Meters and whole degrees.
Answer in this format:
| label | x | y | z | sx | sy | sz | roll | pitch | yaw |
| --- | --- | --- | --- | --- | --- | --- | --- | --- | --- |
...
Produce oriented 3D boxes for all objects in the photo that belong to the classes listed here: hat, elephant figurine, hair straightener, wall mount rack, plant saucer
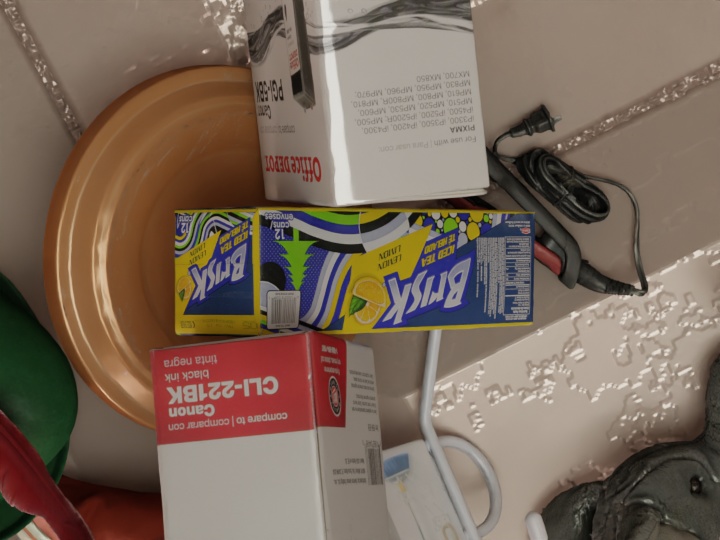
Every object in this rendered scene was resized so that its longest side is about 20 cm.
| label | x | y | z | sx | sy | sz | roll | pitch | yaw |
| --- | --- | --- | --- | --- | --- | --- | --- | --- | --- |
| hat | -0.167 | 0.049 | 1.024 | 0.176 | 0.165 | 0.201 | -26 | 85 | 43 |
| elephant figurine | 0.172 | 0.169 | 1.191 | 0.141 | 0.155 | 0.201 | -11 | 103 | 33 |
| hair straightener | 0.094 | -0.051 | 1.133 | 0.200 | 0.041 | 0.077 | 36 | 102 | -17 |
| wall mount rack | 0.021 | 0.097 | 1.122 | 0.074 | 0.199 | 0.175 | -33 | 76 | 41 |
| plant saucer | -0.074 | -0.009 | 1.081 | 0.199 | 0.032 | 0.202 | -4 | 96 | -34 |

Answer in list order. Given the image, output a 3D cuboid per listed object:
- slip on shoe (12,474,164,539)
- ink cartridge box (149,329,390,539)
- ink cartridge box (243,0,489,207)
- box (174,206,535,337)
| label | x | y | z | sx | sy | sz | roll | pitch | yaw |
| --- | --- | --- | --- | --- | --- | --- | --- | --- | --- |
| slip on shoe | -0.117 | 0.151 | 1.160 | 0.199 | 0.074 | 0.061 | 27 | 113 | -22 |
| ink cartridge box | -0.037 | 0.137 | 0.986 | 0.083 | 0.144 | 0.202 | -7 | 83 | 11 |
| ink cartridge box | -0.005 | -0.134 | 1.005 | 0.082 | 0.147 | 0.202 | -8 | 95 | -16 |
| box | 0.000 | 0.000 | 1.043 | 0.199 | 0.070 | 0.065 | 0 | 90 | -44 |
